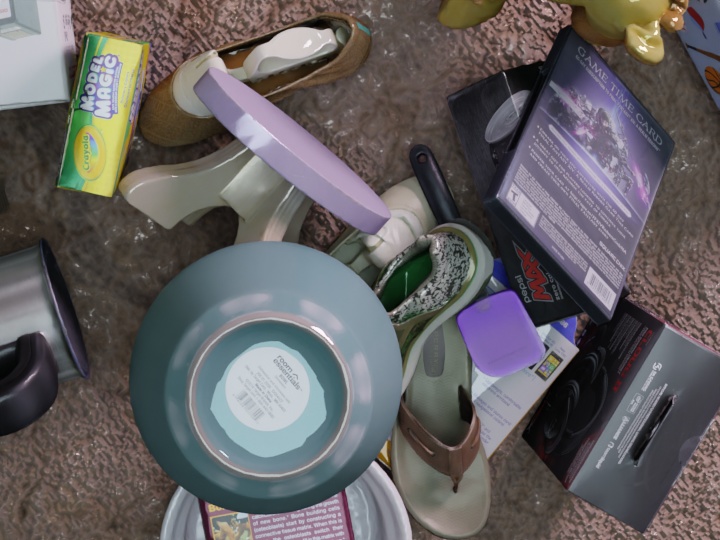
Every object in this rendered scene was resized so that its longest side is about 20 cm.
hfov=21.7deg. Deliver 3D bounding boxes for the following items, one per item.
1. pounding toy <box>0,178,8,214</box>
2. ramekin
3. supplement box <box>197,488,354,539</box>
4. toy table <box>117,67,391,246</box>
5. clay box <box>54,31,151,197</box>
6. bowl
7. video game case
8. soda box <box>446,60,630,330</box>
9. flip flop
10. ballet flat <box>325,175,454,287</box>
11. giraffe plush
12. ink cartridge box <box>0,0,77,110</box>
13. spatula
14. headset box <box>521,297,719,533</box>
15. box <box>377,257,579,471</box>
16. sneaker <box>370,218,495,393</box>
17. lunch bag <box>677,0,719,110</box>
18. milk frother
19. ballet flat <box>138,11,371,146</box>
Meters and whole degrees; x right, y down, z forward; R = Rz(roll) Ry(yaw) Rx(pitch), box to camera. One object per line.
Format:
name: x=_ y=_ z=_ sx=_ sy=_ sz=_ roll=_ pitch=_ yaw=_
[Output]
pounding toy: x=-0.391 y=-0.112 z=1.428 sx=0.184 sy=0.142 sz=0.201 roll=-16 pitch=99 yaw=-3
ramekin: x=-0.062 y=0.215 z=1.522 sx=0.200 sy=0.098 sz=0.201 roll=-1 pitch=97 yaw=-4
supplement box: x=-0.068 y=0.162 z=1.420 sx=0.110 sy=0.086 sz=0.201 roll=-10 pitch=95 yaw=-3
toy table: x=-0.081 y=-0.055 z=1.437 sx=0.200 sy=0.184 sz=0.117 roll=39 pitch=100 yaw=-29
clay box: x=-0.192 y=-0.120 z=1.415 sx=0.047 sy=0.200 sz=0.115 roll=12 pitch=97 yaw=-7
bowl: x=-0.065 y=0.083 z=1.319 sx=0.200 sy=0.105 sz=0.202 roll=0 pitch=95 yaw=-4
video game case: x=0.175 y=-0.077 z=1.465 sx=0.143 sy=0.019 sz=0.200 roll=45 pitch=48 yaw=-23
soda box: x=0.141 y=-0.060 z=1.490 sx=0.063 sy=0.071 sz=0.201 roll=-18 pitch=89 yaw=-45
flip flop: x=0.065 y=0.118 z=1.501 sx=0.081 sy=0.058 sz=0.201 roll=-3 pitch=96 yaw=-6
ballet flat: x=0.000 y=0.000 z=1.515 sx=0.200 sy=0.069 sz=0.070 roll=-42 pitch=99 yaw=1
giraffe plush: x=0.172 y=-0.234 z=1.432 sx=0.162 sy=0.200 sz=0.173 roll=25 pitch=93 yaw=-9
ink cartridge box: x=-0.266 y=-0.224 z=1.423 sx=0.084 sy=0.146 sz=0.201 roll=-6 pitch=99 yaw=-4
spatula: x=0.083 y=-0.011 z=1.496 sx=0.056 sy=0.021 sz=0.201 roll=-25 pitch=76 yaw=7
headset box: x=0.212 y=0.108 z=1.480 sx=0.077 sy=0.200 sz=0.149 roll=29 pitch=95 yaw=-8
box: x=0.086 y=0.084 z=1.548 sx=0.119 sy=0.041 sz=0.200 roll=40 pitch=90 yaw=-9
sneaker: x=0.014 y=0.038 z=1.456 sx=0.077 sy=0.089 sz=0.200 roll=43 pitch=104 yaw=27
lunch bag: x=0.369 y=-0.208 z=1.496 sx=0.200 sy=0.124 sz=0.170 roll=-31 pitch=99 yaw=-14
milk frother: x=-0.303 y=0.106 z=1.483 sx=0.188 sy=0.181 sz=0.200 roll=-18 pitch=142 yaw=-2
ballet flat: x=-0.085 y=-0.157 z=1.481 sx=0.199 sy=0.072 sz=0.068 roll=-19 pitch=79 yaw=-2
